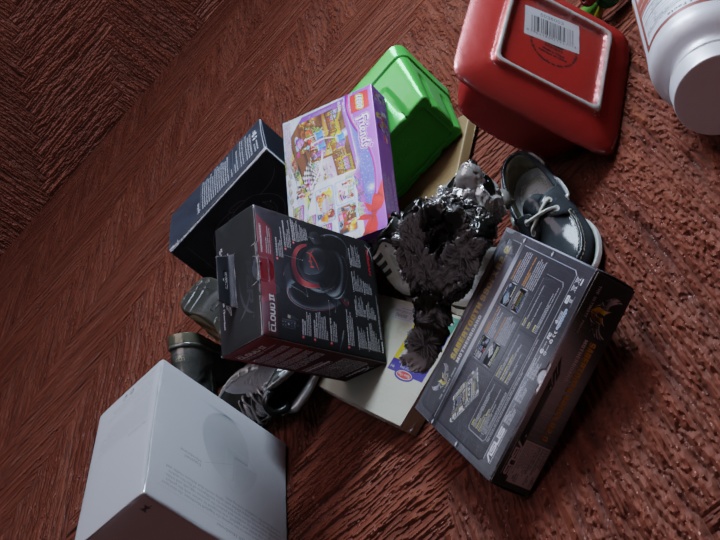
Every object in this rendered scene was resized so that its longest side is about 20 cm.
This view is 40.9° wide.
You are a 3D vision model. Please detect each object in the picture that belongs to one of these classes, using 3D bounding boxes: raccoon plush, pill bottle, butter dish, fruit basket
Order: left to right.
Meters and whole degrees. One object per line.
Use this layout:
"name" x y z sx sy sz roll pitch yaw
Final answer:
"fruit basket" 0.021 -0.197 1.303 0.213 0.155 0.219 -21 54 33
"raccoon plush" 0.084 -0.012 0.978 0.134 0.096 0.202 -32 -31 -63
"butter dish" 0.184 -0.207 1.086 0.148 0.197 0.202 125 166 -55
"pill bottle" 0.325 -0.222 0.918 0.112 0.112 0.202 -33 32 32

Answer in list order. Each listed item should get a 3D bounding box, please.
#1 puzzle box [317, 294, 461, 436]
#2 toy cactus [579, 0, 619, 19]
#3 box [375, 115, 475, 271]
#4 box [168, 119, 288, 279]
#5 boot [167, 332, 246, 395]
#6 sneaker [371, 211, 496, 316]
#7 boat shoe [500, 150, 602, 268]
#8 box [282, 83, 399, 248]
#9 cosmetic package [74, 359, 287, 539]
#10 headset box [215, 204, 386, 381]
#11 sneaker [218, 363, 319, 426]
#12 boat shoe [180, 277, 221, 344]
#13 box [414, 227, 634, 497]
"puzzle box" 0.036 0.100 1.078 0.134 0.025 0.199 -57 27 -10
"toy cactus" 0.312 -0.381 1.175 0.163 0.103 0.201 -2 46 45
"box" 0.076 -0.101 1.264 0.162 0.021 0.202 -26 36 42
"box" -0.130 -0.061 1.345 0.197 0.199 0.124 -44 26 12
"boot" -0.205 0.198 1.270 0.072 0.181 0.203 -16 68 22
"sneaker" 0.080 -0.010 1.042 0.199 0.115 0.076 -7 50 55
"boat shoe" 0.187 -0.055 0.988 0.076 0.060 0.201 -42 28 14
"box" -0.026 -0.113 1.180 0.135 0.039 0.203 -19 62 26
"cosmetic package" -0.188 0.247 1.060 0.123 0.199 0.201 -40 28 19
"headset box" -0.072 0.027 1.045 0.075 0.198 0.151 -28 59 39
"sneaker" -0.118 0.154 1.173 0.200 0.075 0.116 -42 10 18
"boat shoe" -0.152 0.069 1.229 0.076 0.074 0.199 -45 39 -16
"box" 0.141 0.076 0.872 0.202 0.048 0.158 -64 25 4
